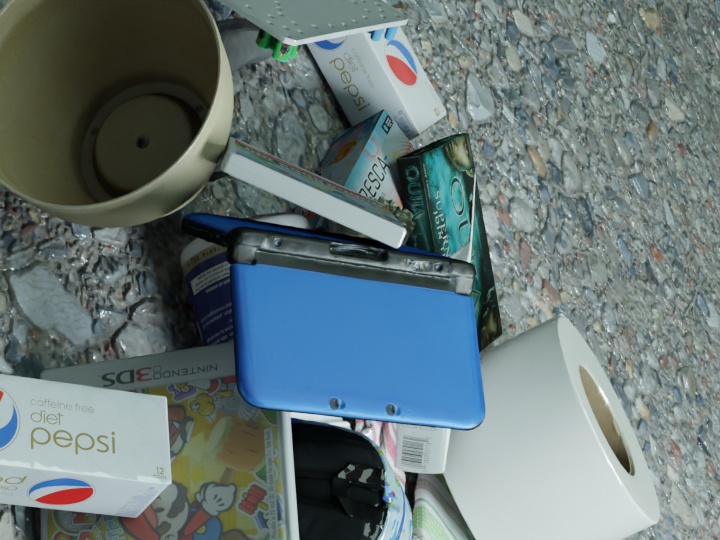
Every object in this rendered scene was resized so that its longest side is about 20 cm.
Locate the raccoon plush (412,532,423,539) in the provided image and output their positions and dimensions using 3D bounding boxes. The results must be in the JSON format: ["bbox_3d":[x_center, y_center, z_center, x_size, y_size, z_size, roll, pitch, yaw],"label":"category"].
[{"bbox_3d":[0.024,0.280,1.547,0.200,0.133,0.097,43,37,-29],"label":"raccoon plush"}]

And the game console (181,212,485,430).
[{"bbox_3d":[-0.023,0.035,1.442,0.198,0.170,0.120,9,93,-27],"label":"game console"}]

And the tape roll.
[{"bbox_3d":[0.161,0.160,1.761,0.203,0.138,0.203,56,15,-23],"label":"tape roll"}]

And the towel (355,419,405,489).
[{"bbox_3d":[0.027,0.110,1.692,0.147,0.030,0.201,79,16,-45],"label":"towel"}]

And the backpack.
[{"bbox_3d":[-0.062,0.181,1.438,0.154,0.198,0.164,54,33,-44],"label":"backpack"}]

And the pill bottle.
[{"bbox_3d":[-0.068,0.065,1.582,0.111,0.111,0.202,1,68,-53],"label":"pill bottle"}]

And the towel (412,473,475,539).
[{"bbox_3d":[0.096,0.252,1.707,0.150,0.031,0.200,54,16,-17],"label":"towel"}]

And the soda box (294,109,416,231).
[{"bbox_3d":[-0.009,-0.059,1.786,0.069,0.063,0.201,51,35,-19],"label":"soda box"}]

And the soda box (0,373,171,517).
[{"bbox_3d":[-0.229,0.113,1.315,0.198,0.064,0.069,10,57,-27],"label":"soda box"}]

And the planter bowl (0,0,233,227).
[{"bbox_3d":[-0.181,-0.116,1.497,0.135,0.198,0.202,57,22,-66],"label":"planter bowl"}]

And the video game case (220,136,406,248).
[{"bbox_3d":[-0.039,-0.062,1.517,0.142,0.018,0.200,24,5,-6],"label":"video game case"}]

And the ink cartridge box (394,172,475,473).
[{"bbox_3d":[0.063,0.043,1.635,0.161,0.047,0.202,90,7,-57],"label":"ink cartridge box"}]

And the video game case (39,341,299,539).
[{"bbox_3d":[-0.135,0.151,1.386,0.023,0.180,0.202,69,14,-62],"label":"video game case"}]

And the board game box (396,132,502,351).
[{"bbox_3d":[0.086,-0.019,1.857,0.135,0.028,0.202,-30,112,-63],"label":"board game box"}]

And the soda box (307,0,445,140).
[{"bbox_3d":[-0.001,-0.214,1.884,0.201,0.063,0.068,61,34,-6],"label":"soda box"}]

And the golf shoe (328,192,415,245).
[{"bbox_3d":[0.000,0.000,1.648,0.078,0.098,0.200,14,23,-6],"label":"golf shoe"}]

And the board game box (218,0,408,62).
[{"bbox_3d":[-0.086,-0.249,1.739,0.199,0.026,0.199,34,27,21],"label":"board game box"}]

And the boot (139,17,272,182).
[{"bbox_3d":[-0.132,-0.139,1.680,0.199,0.069,0.133,-17,88,-48],"label":"boot"}]
